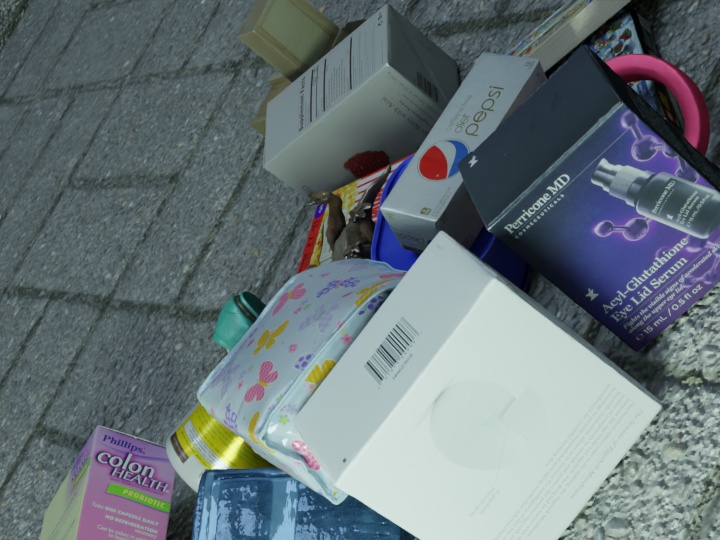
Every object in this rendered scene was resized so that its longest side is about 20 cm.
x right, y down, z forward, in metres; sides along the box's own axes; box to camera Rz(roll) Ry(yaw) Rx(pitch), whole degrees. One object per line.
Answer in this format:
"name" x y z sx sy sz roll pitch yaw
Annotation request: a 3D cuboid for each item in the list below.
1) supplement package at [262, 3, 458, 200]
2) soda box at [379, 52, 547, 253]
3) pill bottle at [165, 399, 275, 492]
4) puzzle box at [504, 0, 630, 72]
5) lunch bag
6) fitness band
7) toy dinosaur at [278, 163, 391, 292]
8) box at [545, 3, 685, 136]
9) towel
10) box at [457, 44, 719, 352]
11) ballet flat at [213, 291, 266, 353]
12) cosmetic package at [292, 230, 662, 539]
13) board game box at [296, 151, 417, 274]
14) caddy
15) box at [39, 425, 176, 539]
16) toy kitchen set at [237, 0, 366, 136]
"supplement package" 0.001 -0.175 1.791 0.200 0.121 0.120 -37 34 29
"soda box" 0.102 -0.106 1.463 0.068 0.064 0.200 14 60 37
"pill bottle" -0.098 0.139 1.617 0.200 0.109 0.109 -48 29 11
"puzzle box" 0.203 -0.242 1.613 0.200 0.025 0.133 -39 10 26
"lunch bag" -0.021 0.082 1.382 0.200 0.127 0.169 -53 25 -10
"fitness band" 0.219 -0.099 1.411 0.200 0.037 0.144 -45 56 22
"toy dinosaur" 0.000 0.000 1.575 0.086 0.136 0.201 -6 57 30
"box" 0.229 -0.151 1.513 0.137 0.040 0.200 -40 32 26
"towel" -0.052 0.226 1.414 0.199 0.049 0.112 -4 58 13
"box" 0.202 -0.056 1.284 0.148 0.200 0.104 -44 31 17
"ballet flat" -0.065 0.107 1.526 0.070 0.200 0.067 -52 -14 15
"cosmetic package" 0.092 0.114 1.267 0.200 0.200 0.123 -52 26 4
"board game box" 0.018 -0.037 1.696 0.200 0.046 0.152 -23 42 43
"caddy" 0.092 -0.025 1.520 0.141 0.105 0.201 -6 50 23
"box" -0.276 0.301 1.671 0.176 0.096 0.201 -55 23 40
"toy kitchen set" -0.085 -0.288 1.981 0.200 0.180 0.164 -8 51 54
